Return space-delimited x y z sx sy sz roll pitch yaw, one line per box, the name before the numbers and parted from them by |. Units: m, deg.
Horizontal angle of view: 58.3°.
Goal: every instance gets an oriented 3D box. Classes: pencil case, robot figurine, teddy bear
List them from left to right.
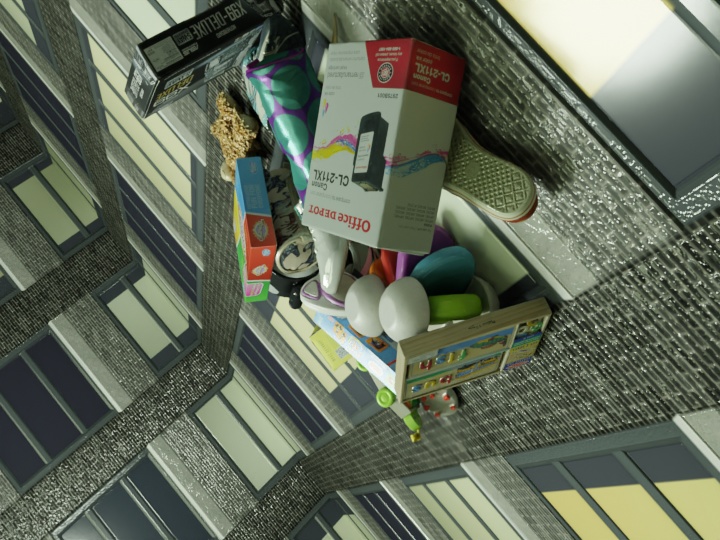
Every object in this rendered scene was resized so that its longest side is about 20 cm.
teddy bear | -0.224 -0.221 1.152 0.146 0.066 0.200 52 156 4
pencil case | -0.116 -0.084 1.044 0.202 0.076 0.091 -112 29 -43
robot figurine | -0.126 -0.025 1.190 0.150 0.125 0.200 44 156 5
pencil case | -0.072 -0.173 0.819 0.091 0.085 0.204 11 130 50

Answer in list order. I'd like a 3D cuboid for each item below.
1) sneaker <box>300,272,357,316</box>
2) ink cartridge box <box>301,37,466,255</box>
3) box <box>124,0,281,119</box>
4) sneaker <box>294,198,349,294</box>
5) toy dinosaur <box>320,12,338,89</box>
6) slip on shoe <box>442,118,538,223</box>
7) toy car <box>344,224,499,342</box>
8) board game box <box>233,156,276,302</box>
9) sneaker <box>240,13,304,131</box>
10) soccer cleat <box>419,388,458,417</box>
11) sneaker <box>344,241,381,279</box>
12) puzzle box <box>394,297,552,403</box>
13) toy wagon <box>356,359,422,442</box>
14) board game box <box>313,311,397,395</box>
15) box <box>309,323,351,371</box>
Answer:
sneaker | 0.002 0.058 1.004 0.101 0.194 0.076 103 168 -49
ink cartridge box | 0.020 -0.132 0.695 0.144 0.081 0.206 18 101 49
box | -0.216 -0.293 0.869 0.050 0.199 0.157 55 155 -10
sneaker | -0.055 -0.071 0.934 0.075 0.086 0.206 -83 -1 -83
toy dinosaur | -0.025 -0.209 0.826 0.101 0.058 0.202 41 154 23
slip on shoe | 0.114 -0.114 0.708 0.199 0.075 0.061 41 -172 33
toy car | 0.083 0.015 0.868 0.198 0.171 0.155 3 93 59
board game box | -0.174 -0.060 1.045 0.201 0.039 0.157 114 146 -61
sneaker | -0.135 -0.281 0.897 0.087 0.077 0.201 48 156 12
soccer cleat | 0.111 0.183 1.146 0.068 0.079 0.200 -30 120 28
sneaker | 0.000 0.000 1.046 0.069 0.082 0.203 7 132 53
puzzle box | 0.138 0.105 0.824 0.134 0.195 0.026 88 164 -55
toy wagon | 0.064 0.207 1.161 0.203 0.039 0.155 59 -164 13
board game box | 0.040 0.111 1.059 0.199 0.150 0.037 39 121 26
box | -0.039 0.105 1.175 0.076 0.050 0.200 53 -168 -6
